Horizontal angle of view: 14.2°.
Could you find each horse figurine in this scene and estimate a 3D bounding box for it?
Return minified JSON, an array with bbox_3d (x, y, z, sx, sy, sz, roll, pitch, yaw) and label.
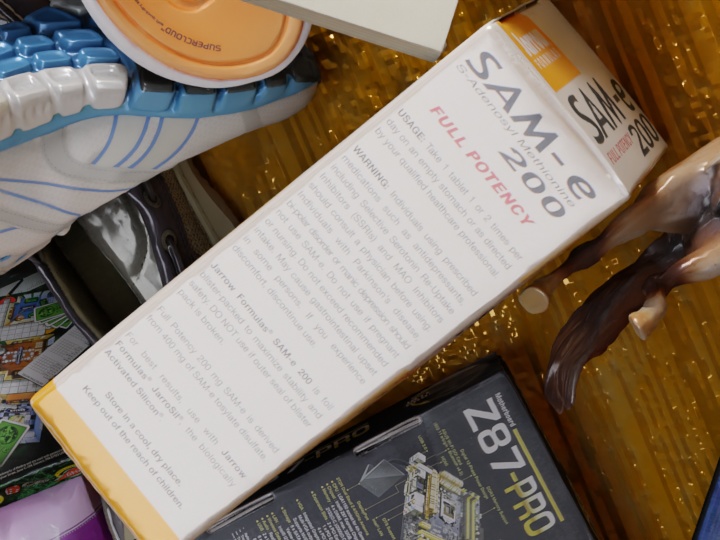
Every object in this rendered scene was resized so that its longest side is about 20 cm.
[{"bbox_3d":[0.133,-0.024,0.929,0.200,0.133,0.050,-34,89,40],"label":"horse figurine"}]

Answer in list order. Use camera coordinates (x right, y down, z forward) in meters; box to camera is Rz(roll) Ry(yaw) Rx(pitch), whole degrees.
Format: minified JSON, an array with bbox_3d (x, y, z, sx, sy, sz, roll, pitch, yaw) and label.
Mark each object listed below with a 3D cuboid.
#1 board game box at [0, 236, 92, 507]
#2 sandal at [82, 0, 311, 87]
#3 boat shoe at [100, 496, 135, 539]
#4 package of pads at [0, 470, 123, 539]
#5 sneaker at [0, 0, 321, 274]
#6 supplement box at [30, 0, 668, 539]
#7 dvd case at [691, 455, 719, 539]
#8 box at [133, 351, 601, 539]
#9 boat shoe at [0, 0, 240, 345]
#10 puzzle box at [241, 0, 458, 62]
[{"bbox_3d":[-0.195,0.059,1.107,0.200,0.023,0.105,-21,68,5],"label":"board game box"},{"bbox_3d":[-0.070,-0.151,0.939,0.079,0.059,0.207,-20,109,-6],"label":"sandal"},{"bbox_3d":[-0.027,0.141,1.103,0.073,0.074,0.200,-23,100,33],"label":"boat shoe"},{"bbox_3d":[-0.174,0.155,1.141,0.200,0.076,0.121,-19,101,5],"label":"package of pads"},{"bbox_3d":[-0.109,-0.044,1.018,0.075,0.200,0.087,52,145,45],"label":"sneaker"},{"bbox_3d":[0.000,0.000,0.968,0.200,0.126,0.074,-39,90,16],"label":"supplement box"},{"bbox_3d":[0.221,0.080,0.982,0.200,0.018,0.143,24,119,18],"label":"dvd case"},{"bbox_3d":[0.027,0.154,1.053,0.161,0.049,0.200,-28,97,4],"label":"box"},{"bbox_3d":[-0.103,-0.031,1.077,0.072,0.065,0.200,-34,92,33],"label":"boat shoe"},{"bbox_3d":[-0.008,-0.179,0.908,0.133,0.025,0.200,18,85,-2],"label":"puzzle box"}]
